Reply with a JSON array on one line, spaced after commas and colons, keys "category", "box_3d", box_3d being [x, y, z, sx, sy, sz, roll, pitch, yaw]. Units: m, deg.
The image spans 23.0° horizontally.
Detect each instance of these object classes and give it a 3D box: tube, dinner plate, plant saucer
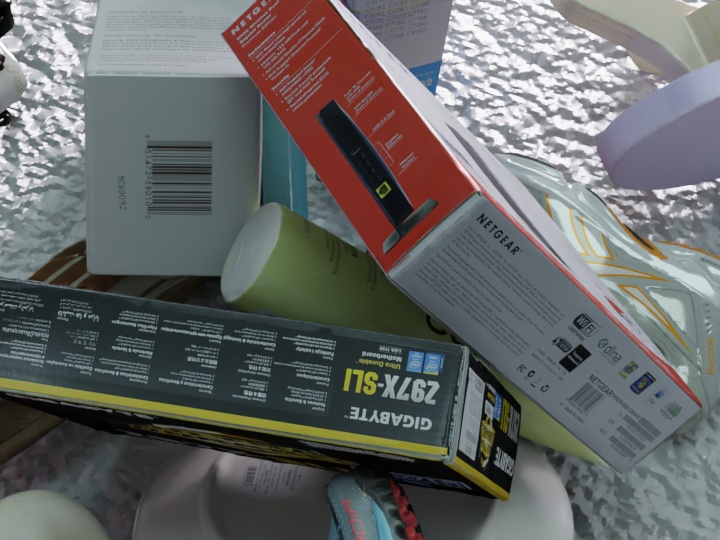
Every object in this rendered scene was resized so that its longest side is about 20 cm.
[{"category": "tube", "box_3d": [0.030, 0.033, 0.835, 0.200, 0.052, 0.058, 29, 58, -22]}, {"category": "dinner plate", "box_3d": [-0.004, 0.106, 0.801, 0.200, 0.024, 0.200, -2, 33, 1]}, {"category": "plant saucer", "box_3d": [-0.041, -0.055, 0.943, 0.019, 0.070, 0.200, -6, 50, 4]}]

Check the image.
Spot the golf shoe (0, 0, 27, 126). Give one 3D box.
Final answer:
[{"category": "golf shoe", "box_3d": [-0.226, -0.091, 0.942, 0.094, 0.078, 0.200, -1, 51, -8]}]

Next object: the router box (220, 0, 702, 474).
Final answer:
[{"category": "router box", "box_3d": [0.044, -0.022, 0.772, 0.049, 0.200, 0.180, -42, 46, 9]}]

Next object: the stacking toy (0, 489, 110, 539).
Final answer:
[{"category": "stacking toy", "box_3d": [-0.211, 0.149, 0.732, 0.200, 0.146, 0.146, 8, 46, 25]}]

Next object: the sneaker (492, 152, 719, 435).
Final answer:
[{"category": "sneaker", "box_3d": [0.104, 0.012, 0.904, 0.200, 0.076, 0.092, 25, 56, 15]}]

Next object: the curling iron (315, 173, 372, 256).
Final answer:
[{"category": "curling iron", "box_3d": [0.000, 0.000, 0.912, 0.050, 0.026, 0.200, 15, 41, -13]}]

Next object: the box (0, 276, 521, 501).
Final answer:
[{"category": "box", "box_3d": [-0.042, 0.051, 0.734, 0.200, 0.160, 0.049, 8, 82, 14]}]

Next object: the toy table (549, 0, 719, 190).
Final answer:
[{"category": "toy table", "box_3d": [0.205, -0.131, 0.981, 0.200, 0.184, 0.117, -10, 67, -31]}]

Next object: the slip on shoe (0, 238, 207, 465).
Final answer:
[{"category": "slip on shoe", "box_3d": [-0.129, 0.028, 0.869, 0.076, 0.061, 0.200, 0, 23, 33]}]

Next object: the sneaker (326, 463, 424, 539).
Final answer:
[{"category": "sneaker", "box_3d": [-0.019, 0.173, 0.680, 0.095, 0.200, 0.079, 2, 9, 1]}]

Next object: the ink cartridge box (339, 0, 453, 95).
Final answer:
[{"category": "ink cartridge box", "box_3d": [0.003, -0.191, 0.976, 0.068, 0.200, 0.115, -16, 54, -20]}]

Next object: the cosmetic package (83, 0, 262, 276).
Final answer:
[{"category": "cosmetic package", "box_3d": [-0.092, -0.086, 0.894, 0.085, 0.108, 0.200, 0, 26, -6]}]
